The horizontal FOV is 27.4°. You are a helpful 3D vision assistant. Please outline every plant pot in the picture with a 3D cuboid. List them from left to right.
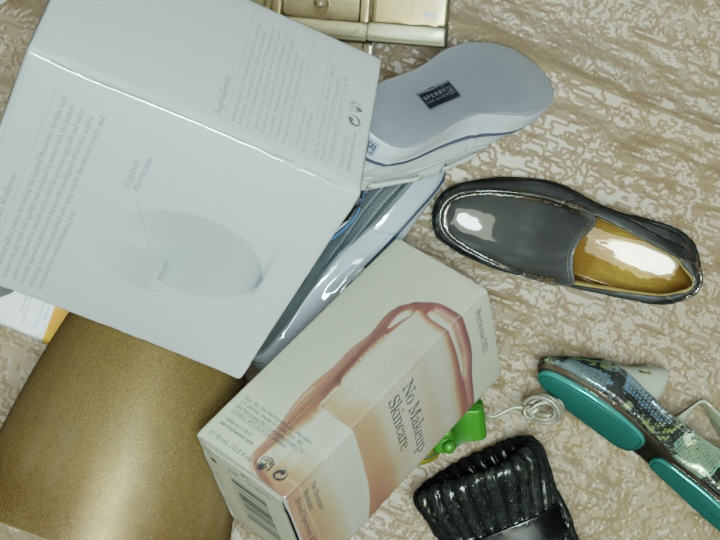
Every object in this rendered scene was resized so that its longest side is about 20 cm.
[{"bbox_3d":[-0.155,0.091,1.029,0.184,0.186,0.202,17,85,0],"label":"plant pot"}]

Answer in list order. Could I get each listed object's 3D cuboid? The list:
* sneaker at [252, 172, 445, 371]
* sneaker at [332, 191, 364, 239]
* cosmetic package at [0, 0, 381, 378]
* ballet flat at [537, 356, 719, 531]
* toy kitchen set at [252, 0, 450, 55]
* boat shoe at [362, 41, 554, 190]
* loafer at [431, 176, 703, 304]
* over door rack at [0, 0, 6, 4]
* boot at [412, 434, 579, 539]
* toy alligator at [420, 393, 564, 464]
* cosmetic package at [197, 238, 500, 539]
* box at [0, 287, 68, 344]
[{"bbox_3d":[0.000,0.000,1.064,0.071,0.073,0.201,37,94,-31],"label":"sneaker"},{"bbox_3d":[-0.095,-0.063,1.026,0.197,0.083,0.072,12,63,-2],"label":"sneaker"},{"bbox_3d":[-0.120,-0.065,0.900,0.198,0.124,0.200,21,137,-14],"label":"cosmetic package"},{"bbox_3d":[0.218,0.111,1.070,0.199,0.074,0.074,40,97,-5],"label":"ballet flat"},{"bbox_3d":[-0.045,-0.155,0.982,0.197,0.180,0.165,5,98,6],"label":"toy kitchen set"},{"bbox_3d":[0.052,-0.104,1.008,0.074,0.199,0.065,56,136,18],"label":"boat shoe"},{"bbox_3d":[0.148,-0.022,1.045,0.197,0.072,0.074,10,98,2],"label":"loafer"},{"bbox_3d":[-0.325,-0.238,1.032,0.198,0.067,0.150,-12,97,24],"label":"over door rack"},{"bbox_3d":[0.072,0.231,1.073,0.210,0.079,0.159,-33,102,-5],"label":"boot"},{"bbox_3d":[0.046,0.114,1.059,0.197,0.054,0.060,-2,117,12],"label":"toy alligator"},{"bbox_3d":[-0.002,0.089,0.985,0.087,0.104,0.200,29,62,33],"label":"cosmetic package"},{"bbox_3d":[-0.283,-0.035,1.077,0.198,0.041,0.120,23,97,1],"label":"box"}]
